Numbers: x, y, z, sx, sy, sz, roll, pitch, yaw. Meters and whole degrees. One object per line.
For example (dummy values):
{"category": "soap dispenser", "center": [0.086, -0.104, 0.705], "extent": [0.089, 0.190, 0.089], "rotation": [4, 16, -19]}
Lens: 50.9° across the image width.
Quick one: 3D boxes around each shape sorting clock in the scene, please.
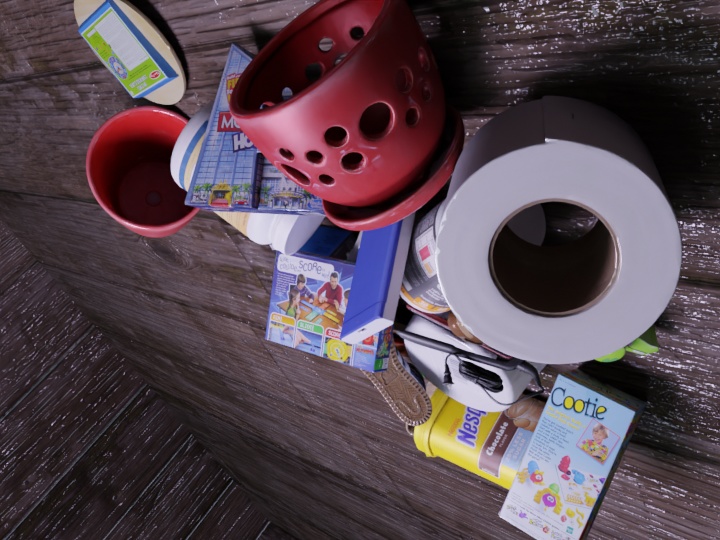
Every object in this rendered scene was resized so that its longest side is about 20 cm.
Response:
{"category": "shape sorting clock", "center": [-0.337, -0.328, 1.114], "extent": [0.199, 0.039, 0.201], "rotation": [30, 151, 18]}

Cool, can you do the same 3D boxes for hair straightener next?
{"category": "hair straightener", "center": [0.132, 0.115, 0.942], "extent": [0.198, 0.078, 0.041], "rotation": [25, 175, 15]}

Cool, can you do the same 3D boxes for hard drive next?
{"category": "hard drive", "center": [0.025, -0.020, 0.934], "extent": [0.025, 0.202, 0.132], "rotation": [19, 158, -16]}

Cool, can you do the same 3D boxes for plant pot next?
{"category": "plant pot", "center": [-0.344, -0.143, 1.254], "extent": [0.200, 0.201, 0.177], "rotation": [41, 163, -3]}
{"category": "plant pot", "center": [-0.003, -0.160, 0.767], "extent": [0.199, 0.202, 0.183], "rotation": [7, 148, 48]}

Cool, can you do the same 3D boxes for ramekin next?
{"category": "ramekin", "center": [0.156, 0.105, 1.057], "extent": [0.199, 0.098, 0.201], "rotation": [31, 152, 19]}

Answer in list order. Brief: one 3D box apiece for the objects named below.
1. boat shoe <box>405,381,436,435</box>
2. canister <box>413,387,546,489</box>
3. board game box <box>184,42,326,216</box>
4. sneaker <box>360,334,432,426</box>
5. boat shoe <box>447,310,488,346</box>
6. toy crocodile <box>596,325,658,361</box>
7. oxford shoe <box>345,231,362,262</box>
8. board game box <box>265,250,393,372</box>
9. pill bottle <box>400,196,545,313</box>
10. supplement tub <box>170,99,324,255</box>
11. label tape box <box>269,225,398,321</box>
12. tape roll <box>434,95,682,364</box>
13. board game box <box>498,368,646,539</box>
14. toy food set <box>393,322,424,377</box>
{"category": "boat shoe", "center": [0.127, 0.249, 1.347], "extent": [0.072, 0.065, 0.200], "rotation": [38, 153, 5]}
{"category": "canister", "center": [0.203, 0.244, 1.151], "extent": [0.198, 0.149, 0.087], "rotation": [18, 147, 33]}
{"category": "board game box", "center": [-0.109, -0.172, 0.916], "extent": [0.198, 0.203, 0.062], "rotation": [4, 178, 27]}
{"category": "sneaker", "center": [0.036, 0.130, 1.114], "extent": [0.201, 0.070, 0.109], "rotation": [58, -177, -1]}
{"category": "boat shoe", "center": [0.173, 0.057, 0.897], "extent": [0.073, 0.077, 0.199], "rotation": [-15, 161, 37]}
{"category": "toy crocodile", "center": [0.244, 0.045, 0.833], "extent": [0.198, 0.068, 0.062], "rotation": [20, 139, -10]}
{"category": "oxford shoe", "center": [0.000, 0.000, 1.097], "extent": [0.058, 0.075, 0.201], "rotation": [42, 133, 16]}
{"category": "board game box", "center": [-0.043, 0.051, 1.054], "extent": [0.198, 0.137, 0.034], "rotation": [13, -173, 35]}
{"category": "pill bottle", "center": [0.121, -0.028, 0.882], "extent": [0.116, 0.117, 0.200], "rotation": [43, 153, -5]}
{"category": "supplement tub", "center": [-0.146, -0.128, 1.047], "extent": [0.199, 0.145, 0.145], "rotation": [36, 153, 10]}
{"category": "label tape box", "center": [-0.041, 0.021, 1.225], "extent": [0.143, 0.063, 0.201], "rotation": [13, 141, 43]}
{"category": "tape roll", "center": [0.172, -0.038, 0.677], "extent": [0.200, 0.139, 0.205], "rotation": [5, 117, 11]}
{"category": "board game box", "center": [0.275, 0.243, 0.975], "extent": [0.104, 0.202, 0.103], "rotation": [26, -170, 27]}
{"category": "toy food set", "center": [0.032, 0.128, 1.229], "extent": [0.196, 0.049, 0.199], "rotation": [-11, 149, 40]}
